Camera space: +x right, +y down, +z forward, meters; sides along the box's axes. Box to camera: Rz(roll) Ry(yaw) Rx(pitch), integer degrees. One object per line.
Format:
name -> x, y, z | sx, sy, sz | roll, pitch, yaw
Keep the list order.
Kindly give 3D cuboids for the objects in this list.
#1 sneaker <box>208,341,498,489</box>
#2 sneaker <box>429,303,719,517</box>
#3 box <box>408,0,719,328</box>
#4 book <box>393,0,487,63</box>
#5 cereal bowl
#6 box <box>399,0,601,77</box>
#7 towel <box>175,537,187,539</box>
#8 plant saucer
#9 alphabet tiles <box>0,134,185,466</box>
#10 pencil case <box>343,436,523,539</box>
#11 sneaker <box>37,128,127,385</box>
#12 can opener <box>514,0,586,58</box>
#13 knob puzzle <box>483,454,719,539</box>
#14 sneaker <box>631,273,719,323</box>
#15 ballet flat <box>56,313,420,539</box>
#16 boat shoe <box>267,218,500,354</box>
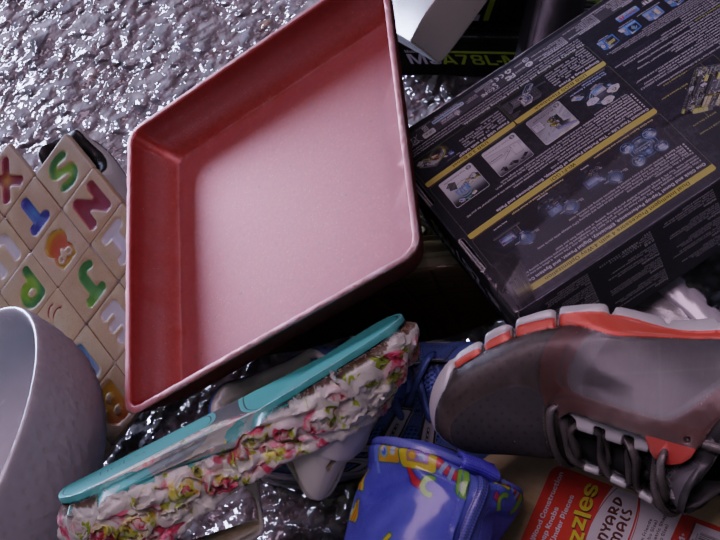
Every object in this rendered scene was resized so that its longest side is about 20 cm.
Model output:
sneaker -> 0.013, 0.074, 0.849 | 0.199, 0.077, 0.076 | -14, 65, 22
sneaker -> 0.123, 0.066, 0.726 | 0.199, 0.077, 0.082 | -9, 49, 19
box -> 0.130, -0.064, 0.834 | 0.199, 0.049, 0.161 | -34, 41, -3
book -> 0.035, -0.211, 1.013 | 0.134, 0.048, 0.200 | -54, 33, 2
cereal bowl -> -0.202, 0.126, 0.901 | 0.200, 0.083, 0.201 | -36, 35, 31
box -> 0.104, -0.212, 1.058 | 0.192, 0.048, 0.201 | 7, 59, 28
towel -> -0.108, 0.230, 0.795 | 0.165, 0.086, 0.201 | 5, 52, 38
plant saucer -> -0.045, -0.039, 0.883 | 0.199, 0.037, 0.201 | -30, 47, 29
alphabet tiles -> -0.189, 0.023, 0.984 | 0.167, 0.006, 0.200 | -50, 60, 14
pencil case -> 0.019, 0.176, 0.750 | 0.087, 0.078, 0.201 | -14, 57, 57
sneaker -> -0.158, -0.005, 1.007 | 0.073, 0.080, 0.200 | -29, 49, 0
can opener -> 0.106, -0.116, 0.945 | 0.078, 0.063, 0.201 | 11, 80, -14
knob puzzle -> 0.097, 0.161, 0.773 | 0.219, 0.030, 0.221 | -17, 58, 30
sneaker -> 0.149, 0.055, 0.807 | 0.082, 0.075, 0.200 | -46, 49, -14
ballet flat -> -0.051, 0.091, 0.792 | 0.199, 0.064, 0.076 | -28, 6, 3
boat shoe -> 0.000, 0.000, 0.927 | 0.199, 0.073, 0.063 | -7, 55, 23
